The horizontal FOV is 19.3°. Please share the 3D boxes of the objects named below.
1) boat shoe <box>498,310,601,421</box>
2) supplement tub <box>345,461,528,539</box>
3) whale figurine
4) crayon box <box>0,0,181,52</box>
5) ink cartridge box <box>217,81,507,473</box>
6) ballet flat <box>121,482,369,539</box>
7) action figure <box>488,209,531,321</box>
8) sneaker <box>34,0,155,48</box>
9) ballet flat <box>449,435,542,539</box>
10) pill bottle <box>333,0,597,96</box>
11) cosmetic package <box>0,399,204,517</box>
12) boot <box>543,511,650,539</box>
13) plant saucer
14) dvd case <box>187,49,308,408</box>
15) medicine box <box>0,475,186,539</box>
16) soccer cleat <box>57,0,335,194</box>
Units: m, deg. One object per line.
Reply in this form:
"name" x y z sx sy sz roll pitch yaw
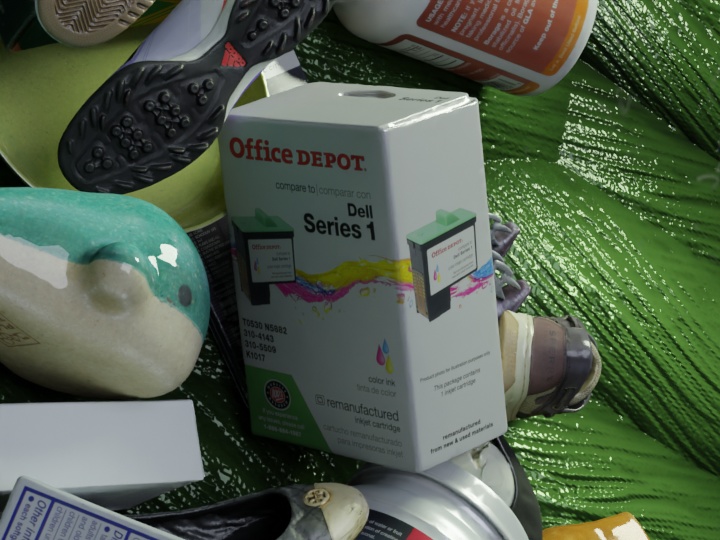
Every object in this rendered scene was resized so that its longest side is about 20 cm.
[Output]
"boat shoe" 0.120 0.062 1.340 0.064 0.200 0.073 8 83 8
"supplement tub" 0.001 0.214 1.213 0.141 0.140 0.200 50 51 -14
"whale figurine" -0.166 -0.009 1.130 0.200 0.158 0.104 35 61 -36
"crayon box" -0.142 -0.211 1.262 0.199 0.051 0.128 -17 76 -37
"ink cartridge box" 0.000 0.000 1.229 0.084 0.144 0.202 -19 109 -42
"ballet flat" -0.091 0.146 1.163 0.198 0.067 0.057 -11 115 -10
"action figure" 0.036 -0.048 1.345 0.200 0.069 0.130 46 11 -41
"sneaker" -0.133 -0.218 1.204 0.070 0.108 0.201 27 85 -22
"ballet flat" 0.051 0.102 1.316 0.201 0.068 0.068 63 7 4
"pill bottle" 0.052 -0.195 1.410 0.199 0.112 0.113 17 65 -34
"cosmetic package" -0.189 0.101 1.136 0.199 0.082 0.051 2 75 -39
"boot" 0.161 0.259 1.364 0.143 0.071 0.203 -9 73 -30
"plant saucer" -0.147 -0.106 1.258 0.199 0.031 0.202 14 60 -26
"dvd case" -0.059 -0.033 1.330 0.148 0.016 0.201 -27 93 -40
"medicine box" -0.109 0.228 1.057 0.199 0.103 0.183 20 76 8
"soccer cleat" -0.098 -0.119 1.221 0.200 0.073 0.068 -45 116 -9
